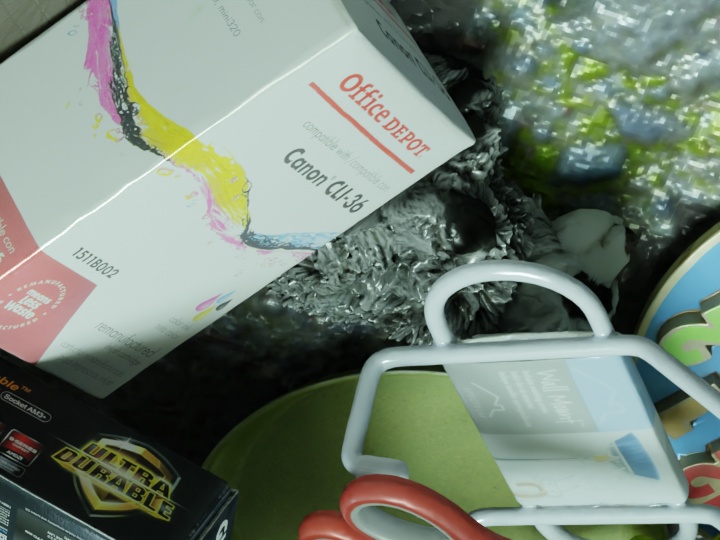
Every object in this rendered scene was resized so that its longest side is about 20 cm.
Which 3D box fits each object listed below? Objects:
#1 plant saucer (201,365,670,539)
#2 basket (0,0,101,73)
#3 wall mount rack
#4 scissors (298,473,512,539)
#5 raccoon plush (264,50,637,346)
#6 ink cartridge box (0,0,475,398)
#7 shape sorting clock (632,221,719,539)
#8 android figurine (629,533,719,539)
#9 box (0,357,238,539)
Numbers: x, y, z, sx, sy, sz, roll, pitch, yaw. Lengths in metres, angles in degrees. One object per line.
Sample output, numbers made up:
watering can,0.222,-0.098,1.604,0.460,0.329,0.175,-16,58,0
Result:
plant saucer,0.028,0.108,1.157,0.198,0.031,0.201,4,129,5
basket,-0.173,-0.075,0.974,0.179,0.137,0.201,19,132,-9
wall mount rack,0.095,0.078,0.990,0.173,0.075,0.200,-2,145,22
scissors,0.077,0.111,0.978,0.199,0.014,0.073,17,148,-4
raccoon plush,0.000,0.000,1.045,0.199,0.097,0.134,-5,136,22
ink cartridge box,-0.042,-0.050,0.922,0.199,0.068,0.116,-35,156,10
shape sorting clock,0.199,0.046,1.080,0.198,0.039,0.201,4,129,4
android figurine,0.112,0.158,1.043,0.199,0.182,0.041,14,132,46
box,-0.145,0.091,0.969,0.199,0.046,0.160,27,137,13
